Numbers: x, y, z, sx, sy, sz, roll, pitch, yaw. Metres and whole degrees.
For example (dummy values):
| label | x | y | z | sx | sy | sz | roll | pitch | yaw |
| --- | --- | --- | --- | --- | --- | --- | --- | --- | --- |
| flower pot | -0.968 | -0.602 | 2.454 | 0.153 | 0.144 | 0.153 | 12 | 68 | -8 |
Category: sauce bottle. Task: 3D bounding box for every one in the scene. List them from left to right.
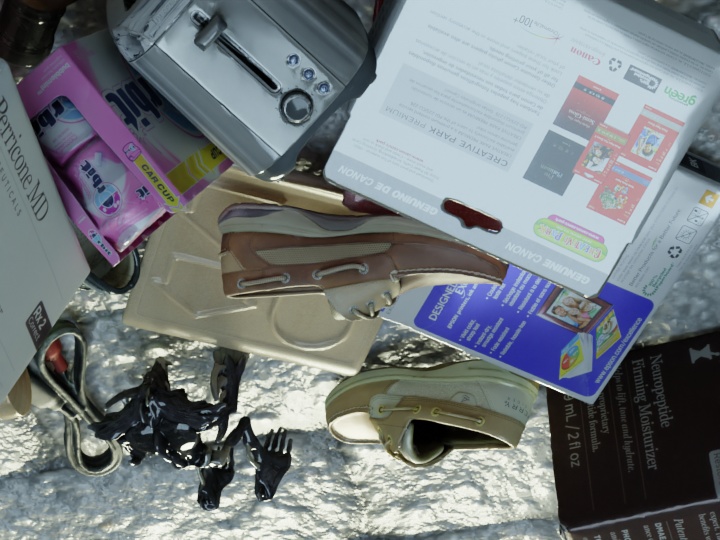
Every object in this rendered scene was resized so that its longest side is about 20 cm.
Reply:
| label | x | y | z | sx | sy | sz | roll | pitch | yaw |
| --- | --- | --- | --- | --- | --- | --- | --- | --- | --- |
| sauce bottle | -0.179 | -0.210 | 1.069 | 0.065 | 0.065 | 0.200 | 18 | 133 | -16 |

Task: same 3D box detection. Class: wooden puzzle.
| label | x | y | z | sx | sy | sz | roll | pitch | yaw |
| --- | --- | --- | --- | --- | --- | --- | --- | --- | --- |
| wooden puzzle | -0.062 | -0.011 | 1.274 | 0.185 | 0.046 | 0.200 | 14 | 136 | -12 |

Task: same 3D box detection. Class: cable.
| label | x | y | z | sx | sy | sz | roll | pitch | yaw |
| --- | --- | --- | --- | --- | --- | --- | --- | --- | --- |
| cable | -0.235 | 0.089 | 1.387 | 0.097 | 0.050 | 0.200 | -32 | 140 | 6 |

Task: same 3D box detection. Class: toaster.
| label | x | y | z | sx | sy | sz | roll | pitch | yaw |
| --- | --- | --- | --- | --- | --- | --- | --- | --- | --- |
| toaster | -0.076 | -0.147 | 1.060 | 0.129 | 0.200 | 0.114 | 41 | 101 | -21 |

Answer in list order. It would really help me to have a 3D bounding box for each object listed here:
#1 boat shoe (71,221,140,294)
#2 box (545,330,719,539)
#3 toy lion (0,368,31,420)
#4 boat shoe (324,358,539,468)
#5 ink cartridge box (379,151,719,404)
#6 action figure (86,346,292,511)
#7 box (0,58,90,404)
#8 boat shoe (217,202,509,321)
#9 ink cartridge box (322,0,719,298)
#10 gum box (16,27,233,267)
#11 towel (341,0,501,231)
| label | x | y | z | sx | sy | sz | roll | pitch | yaw |
| --- | --- | --- | --- | --- | --- | --- | --- | --- | --- |
| boat shoe | -0.209 | -0.058 | 1.199 | 0.060 | 0.076 | 0.200 | 22 | 158 | 36 |
| box | 0.261 | 0.164 | 1.355 | 0.199 | 0.166 | 0.164 | -14 | 132 | 13 |
| toy lion | -0.272 | -0.006 | 1.176 | 0.068 | 0.200 | 0.192 | -10 | 122 | 9 |
| boat shoe | 0.045 | 0.115 | 1.344 | 0.200 | 0.067 | 0.074 | -15 | 142 | 43 |
| ink cartridge box | 0.127 | -0.022 | 1.235 | 0.199 | 0.043 | 0.198 | 22 | 117 | -17 |
| action figure | -0.133 | 0.112 | 1.354 | 0.118 | 0.102 | 0.200 | -14 | 148 | 16 |
| box | -0.280 | -0.037 | 0.955 | 0.199 | 0.131 | 0.199 | 20 | 151 | 19 |
| boat shoe | 0.000 | 0.000 | 1.169 | 0.199 | 0.072 | 0.076 | 5 | 173 | 16 |
| ink cartridge box | 0.097 | -0.105 | 1.086 | 0.200 | 0.084 | 0.176 | 25 | 110 | -9 |
| gum box | -0.142 | -0.084 | 1.069 | 0.066 | 0.200 | 0.114 | -39 | 95 | 15 |
| towel | 0.073 | -0.123 | 1.137 | 0.144 | 0.023 | 0.201 | 8 | 113 | -4 |
